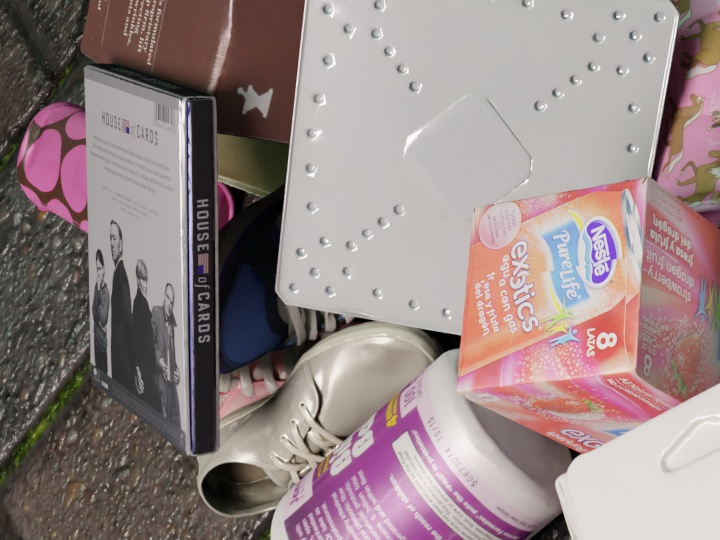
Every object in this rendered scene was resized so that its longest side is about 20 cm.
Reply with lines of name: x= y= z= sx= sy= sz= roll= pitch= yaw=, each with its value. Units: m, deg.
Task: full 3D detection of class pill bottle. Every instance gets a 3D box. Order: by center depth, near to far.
pill bottle: x=0.019 y=0.146 z=0.929 sx=0.200 sy=0.112 sz=0.113 roll=-43 pitch=49 yaw=20

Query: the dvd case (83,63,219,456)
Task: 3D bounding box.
dvd case: x=-0.123 y=-0.011 z=0.939 sx=0.150 sy=0.025 sz=0.202 roll=24 pitch=116 yaw=57

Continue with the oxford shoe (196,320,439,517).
oxford shoe: x=-0.028 y=0.095 z=0.972 sx=0.199 sy=0.075 sz=0.058 roll=-35 pitch=29 yaw=33

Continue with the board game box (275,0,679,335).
board game box: x=0.060 y=-0.064 z=0.890 sx=0.198 sy=0.026 sz=0.202 roll=10 pitch=108 yaw=8

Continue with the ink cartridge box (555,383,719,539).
ink cartridge box: x=0.203 y=0.117 z=0.711 sx=0.145 sy=0.199 sz=0.085 roll=-33 pitch=53 yaw=28

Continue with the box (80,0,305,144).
box: x=-0.049 y=-0.177 z=0.988 sx=0.200 sy=0.163 sz=0.168 roll=34 pitch=113 yaw=53

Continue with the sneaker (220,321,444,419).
sneaker: x=-0.049 y=0.064 z=1.032 sx=0.199 sy=0.104 sz=0.076 roll=-7 pitch=66 yaw=39

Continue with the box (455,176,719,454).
box: x=0.146 y=0.039 z=0.795 sx=0.102 sy=0.199 sz=0.096 roll=-9 pitch=65 yaw=38

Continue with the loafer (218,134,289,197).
loafer: x=-0.094 y=-0.096 z=1.124 sx=0.199 sy=0.067 sz=0.077 roll=28 pitch=117 yaw=24

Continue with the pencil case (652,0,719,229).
pencil case: x=0.203 y=-0.106 z=0.889 sx=0.082 sy=0.087 sz=0.202 roll=3 pitch=73 yaw=11

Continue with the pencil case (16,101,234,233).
pencil case: x=-0.185 y=-0.060 z=1.220 sx=0.199 sy=0.090 sz=0.095 roll=28 pitch=99 yaw=47

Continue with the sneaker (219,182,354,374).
sneaker: x=0.000 y=0.000 z=0.976 sx=0.145 sy=0.081 sz=0.200 roll=13 pitch=42 yaw=30
